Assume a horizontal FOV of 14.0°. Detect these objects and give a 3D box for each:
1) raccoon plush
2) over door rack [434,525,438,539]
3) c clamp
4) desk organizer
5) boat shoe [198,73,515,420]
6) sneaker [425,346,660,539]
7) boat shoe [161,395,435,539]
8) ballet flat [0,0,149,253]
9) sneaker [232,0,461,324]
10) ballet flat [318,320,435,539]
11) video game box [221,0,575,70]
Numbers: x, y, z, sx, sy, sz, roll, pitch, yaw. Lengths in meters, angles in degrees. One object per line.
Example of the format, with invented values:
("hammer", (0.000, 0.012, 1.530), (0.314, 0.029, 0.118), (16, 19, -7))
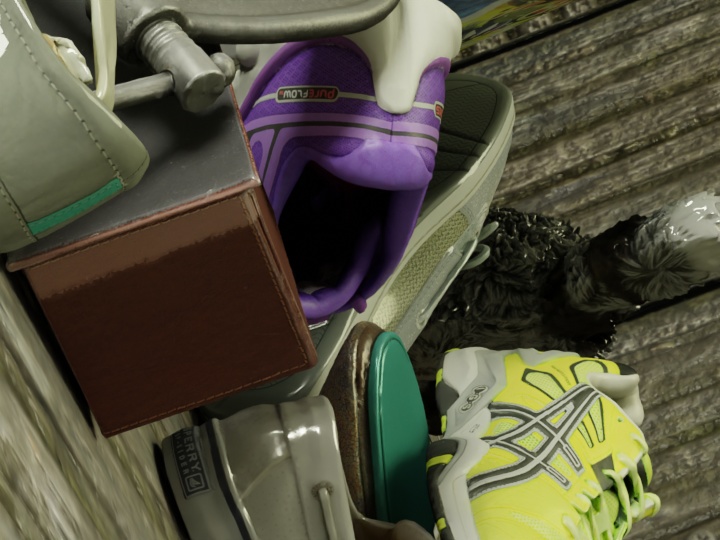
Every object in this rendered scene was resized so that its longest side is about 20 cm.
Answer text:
("raccoon plush", (0.075, -0.015, 1.229), (0.097, 0.199, 0.134), (49, 29, -44))
("over door rack", (0.048, 0.152, 1.238), (0.200, 0.066, 0.148), (-98, -170, -69))
("c clamp", (-0.075, -0.113, 0.834), (0.200, 0.170, 0.027), (54, -43, 35))
("desk organizer", (-0.072, -0.053, 0.868), (0.200, 0.071, 0.077), (-108, 178, -46))
("boat shoe", (0.001, 0.001, 1.129), (0.202, 0.074, 0.065), (-59, 149, -36))
("sneaker", (0.066, 0.079, 1.041), (0.200, 0.076, 0.076), (-87, 166, -61))
("boat shoe", (-0.002, 0.115, 0.989), (0.071, 0.070, 0.200), (-108, 176, -50))
("ballet flat", (-0.100, -0.100, 0.723), (0.067, 0.063, 0.201), (62, 8, -72))
("sneaker", (-0.029, -0.011, 0.928), (0.200, 0.080, 0.084), (124, -29, -57))
("ballet flat", (-0.001, 0.111, 1.068), (0.068, 0.067, 0.201), (-60, 141, -57))
("video game box", (0.013, -0.106, 1.069), (0.200, 0.182, 0.047), (-13, 85, -60))
